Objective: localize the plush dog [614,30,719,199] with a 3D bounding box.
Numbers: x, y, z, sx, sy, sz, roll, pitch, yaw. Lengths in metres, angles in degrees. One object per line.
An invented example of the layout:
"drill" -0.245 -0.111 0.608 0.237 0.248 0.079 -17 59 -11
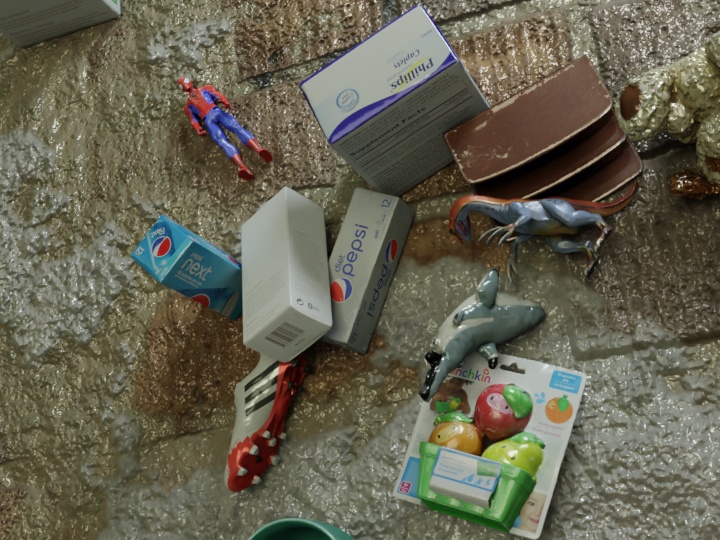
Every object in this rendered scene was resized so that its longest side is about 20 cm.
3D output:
"plush dog" 0.421 -0.174 1.307 0.199 0.160 0.173 -28 82 29

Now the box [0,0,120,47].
"box" -0.499 -0.492 1.754 0.199 0.171 0.200 -12 69 19

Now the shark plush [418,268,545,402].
"shark plush" 0.137 0.078 1.317 0.083 0.200 0.091 41 133 11

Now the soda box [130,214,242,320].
"soda box" -0.207 0.000 1.458 0.064 0.200 0.068 38 91 27

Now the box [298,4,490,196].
"box" 0.054 -0.204 1.414 0.183 0.200 0.105 -32 63 10

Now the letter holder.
"letter holder" 0.227 -0.141 1.381 0.199 0.101 0.143 -28 67 12

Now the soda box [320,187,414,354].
"soda box" 0.000 0.000 1.449 0.068 0.063 0.201 14 80 28

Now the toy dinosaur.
"toy dinosaur" 0.206 -0.057 1.363 0.181 0.105 0.200 30 54 16

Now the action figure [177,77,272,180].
"action figure" -0.204 -0.214 1.614 0.065 0.052 0.200 -46 60 7

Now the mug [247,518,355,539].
"mug" -0.075 0.371 1.333 0.184 0.114 0.153 4 76 24

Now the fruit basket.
"fruit basket" 0.147 0.189 1.305 0.184 0.094 0.201 12 76 26

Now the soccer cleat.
"soccer cleat" -0.134 0.185 1.449 0.085 0.069 0.201 15 76 35

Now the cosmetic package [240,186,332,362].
"cosmetic package" -0.096 0.004 1.437 0.102 0.074 0.201 -37 40 34
